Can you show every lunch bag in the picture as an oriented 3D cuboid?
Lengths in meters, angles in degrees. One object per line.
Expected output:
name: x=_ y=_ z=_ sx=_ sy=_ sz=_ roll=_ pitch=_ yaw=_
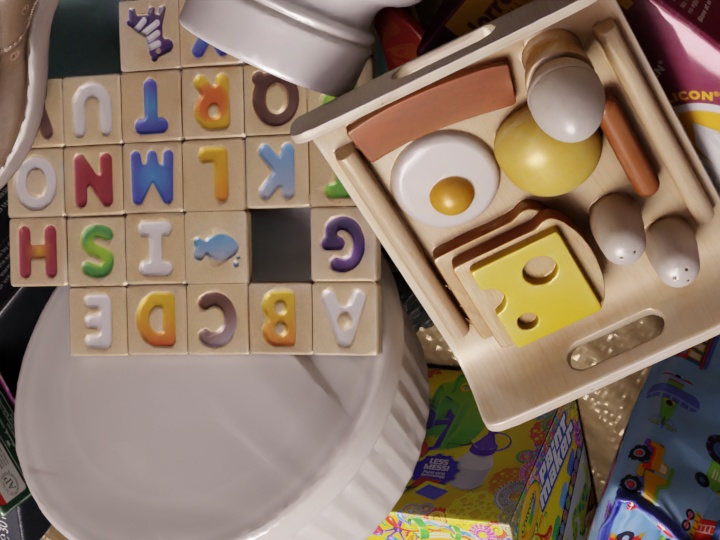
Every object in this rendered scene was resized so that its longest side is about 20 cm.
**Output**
lunch bag: x=0.153 y=0.143 z=1.254 sx=0.094 sy=0.151 sz=0.200 roll=28 pitch=135 yaw=1

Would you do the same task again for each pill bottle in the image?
pill bottle: x=-0.001 y=-0.180 z=1.012 sx=0.111 sy=0.111 sz=0.201 roll=25 pitch=99 yaw=4

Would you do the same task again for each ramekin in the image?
ramekin: x=-0.058 y=0.062 z=1.154 sx=0.201 sy=0.203 sz=0.094 roll=-2 pitch=155 yaw=27

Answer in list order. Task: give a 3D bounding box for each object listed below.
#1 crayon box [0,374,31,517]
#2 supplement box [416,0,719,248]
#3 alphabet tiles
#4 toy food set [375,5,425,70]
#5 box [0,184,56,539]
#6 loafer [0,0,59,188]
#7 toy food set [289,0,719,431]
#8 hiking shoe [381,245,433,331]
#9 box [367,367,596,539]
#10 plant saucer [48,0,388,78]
crayon box: x=-0.277 y=0.059 z=1.229 sx=0.172 sy=0.058 sz=0.201 roll=-27 pitch=96 yaw=31
supplement box: x=0.142 y=-0.095 z=1.098 sx=0.200 sy=0.086 sz=0.110 roll=36 pitch=135 yaw=-7
alphabet tiles: x=-0.081 y=-0.044 z=1.113 sx=0.199 sy=0.008 sz=0.168 roll=-1 pitch=91 yaw=27
toy food set: x=-0.058 y=-0.120 z=1.199 sx=0.197 sy=0.049 sz=0.200 roll=23 pitch=134 yaw=6
box: x=-0.245 y=0.026 z=1.343 sx=0.196 sy=0.124 sz=0.201 roll=22 pitch=140 yaw=20
loafer: x=-0.185 y=-0.117 z=1.110 sx=0.073 sy=0.071 sz=0.201 roll=39 pitch=124 yaw=32
toy food set: x=0.077 y=-0.023 z=1.034 sx=0.143 sy=0.061 sz=0.200 roll=-26 pitch=127 yaw=11
hiking shoe: x=0.000 y=0.000 z=1.257 sx=0.200 sy=0.074 sz=0.087 roll=-45 pitch=64 yaw=27
box: x=0.024 y=0.162 z=1.356 sx=0.199 sy=0.122 sz=0.193 roll=3 pitch=129 yaw=23
plant saucer: x=-0.074 y=-0.112 z=1.153 sx=0.200 sy=0.039 sz=0.202 roll=13 pitch=132 yaw=15
